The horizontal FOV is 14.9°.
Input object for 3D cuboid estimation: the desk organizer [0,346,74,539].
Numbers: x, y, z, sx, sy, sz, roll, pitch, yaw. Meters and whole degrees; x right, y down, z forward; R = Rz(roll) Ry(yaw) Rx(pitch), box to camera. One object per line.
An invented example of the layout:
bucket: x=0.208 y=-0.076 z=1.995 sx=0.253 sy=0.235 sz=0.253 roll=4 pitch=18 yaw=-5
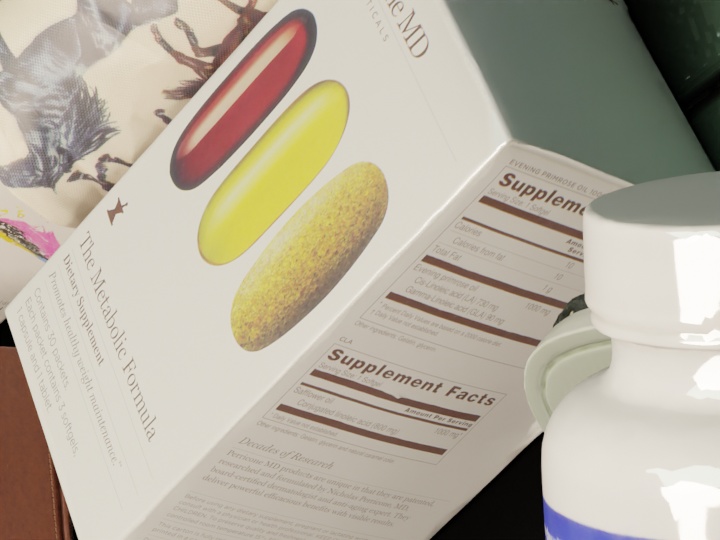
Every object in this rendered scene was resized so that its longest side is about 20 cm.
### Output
desk organizer: x=-0.139 y=0.113 z=0.935 sx=0.200 sy=0.077 sz=0.072 roll=-102 pitch=19 yaw=-48

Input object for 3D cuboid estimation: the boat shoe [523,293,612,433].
boat shoe: x=0.138 y=0.012 z=0.727 sx=0.200 sy=0.076 sz=0.060 roll=-2 pitch=35 yaw=32

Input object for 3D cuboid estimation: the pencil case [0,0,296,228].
pencil case: x=-0.049 y=-0.099 z=0.863 sx=0.200 sy=0.089 sz=0.078 roll=-41 pitch=93 yaw=20

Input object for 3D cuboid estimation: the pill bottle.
pill bottle: x=0.101 y=0.080 z=0.661 sx=0.112 sy=0.112 sz=0.201 roll=7 pitch=107 yaw=48

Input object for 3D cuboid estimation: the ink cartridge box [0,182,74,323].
ink cartridge box: x=-0.151 y=-0.053 z=1.063 sx=0.200 sy=0.067 sz=0.117 roll=-40 pitch=51 yaw=33

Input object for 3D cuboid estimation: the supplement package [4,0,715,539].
supplement package: x=0.000 y=0.000 z=0.849 sx=0.200 sy=0.109 sz=0.114 roll=-47 pitch=48 yaw=27
